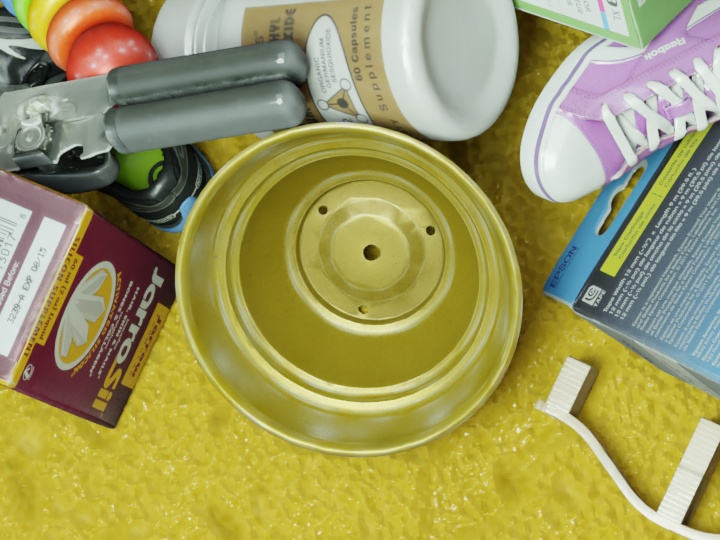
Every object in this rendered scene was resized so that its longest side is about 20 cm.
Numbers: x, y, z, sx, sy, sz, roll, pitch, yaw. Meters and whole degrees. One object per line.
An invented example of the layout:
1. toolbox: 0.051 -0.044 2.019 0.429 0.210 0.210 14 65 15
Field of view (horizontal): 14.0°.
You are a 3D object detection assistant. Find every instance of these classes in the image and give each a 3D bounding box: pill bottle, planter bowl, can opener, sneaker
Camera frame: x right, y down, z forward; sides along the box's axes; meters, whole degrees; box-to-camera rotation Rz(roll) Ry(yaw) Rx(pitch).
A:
1. pill bottle: -0.019 -0.129 1.699 0.200 0.114 0.114 -1 78 37
2. planter bowl: 0.000 0.000 1.689 0.200 0.083 0.201 4 109 10
3. can opener: -0.119 -0.085 1.663 0.200 0.067 0.053 -8 61 19
4. sneaker: 0.186 -0.104 1.641 0.200 0.073 0.114 -43 34 -12
5. sneaker: -0.170 -0.100 1.770 0.200 0.083 0.071 39 90 19

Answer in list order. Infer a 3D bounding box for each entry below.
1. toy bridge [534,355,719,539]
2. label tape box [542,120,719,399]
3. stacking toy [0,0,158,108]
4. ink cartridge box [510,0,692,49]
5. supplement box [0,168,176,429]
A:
1. toy bridge: 0.188 0.117 1.664 0.200 0.027 0.067 24 87 18
2. label tape box: 0.208 -0.008 1.651 0.143 0.066 0.200 -57 31 -3
3. stacking toy: -0.178 -0.162 1.751 0.085 0.085 0.200 -36 50 5
4. ink cartridge box: 0.151 -0.188 1.662 0.200 0.059 0.104 22 56 41
5. supplement box: -0.184 0.016 1.688 0.086 0.200 0.110 23 86 16
